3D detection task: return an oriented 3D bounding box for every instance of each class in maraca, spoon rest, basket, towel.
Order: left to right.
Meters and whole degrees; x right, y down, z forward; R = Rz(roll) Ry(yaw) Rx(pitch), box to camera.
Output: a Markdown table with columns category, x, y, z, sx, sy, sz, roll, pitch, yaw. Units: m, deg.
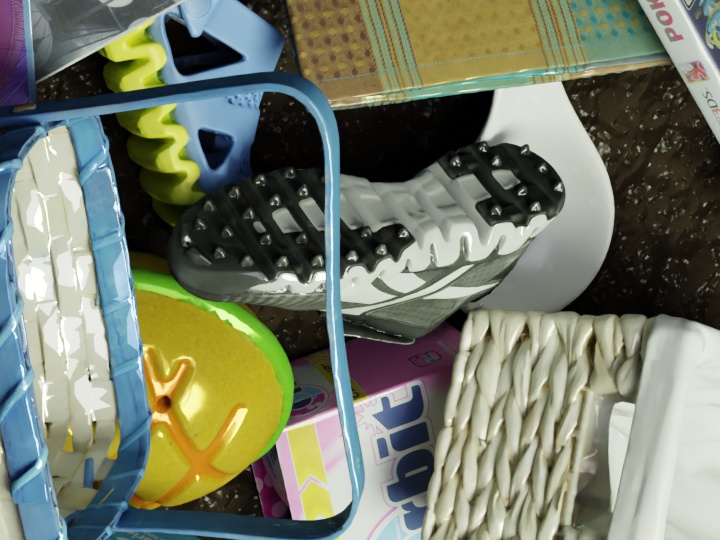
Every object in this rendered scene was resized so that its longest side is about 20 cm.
| category | x | y | z | sx | sy | sz | roll | pitch | yaw |
| --- | --- | --- | --- | --- | --- | --- | --- | --- | --- |
| maraca | -0.128 | 0.047 | 0.756 | 0.198 | 0.108 | 0.138 | 7 | 130 | -5 |
| basket | -0.101 | 0.017 | 0.621 | 0.198 | 0.139 | 0.178 | 1 | 109 | 12 |
| towel | 0.052 | -0.151 | 0.764 | 0.198 | 0.022 | 0.148 | -10 | 79 | -20 |
| spoon rest | 0.073 | -0.063 | 0.824 | 0.098 | 0.061 | 0.202 | -20 | 114 | -15 |
| basket | 0.130 | 0.102 | 0.821 | 0.199 | 0.122 | 0.137 | 25 | 74 | -55 |

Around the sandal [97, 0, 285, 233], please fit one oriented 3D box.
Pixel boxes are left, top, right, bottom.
| category | x | y | z | sx | sy | sz | roll | pitch | yaw |
| --- | --- | --- | --- | --- | --- | --- | --- | --- | --- |
| sandal | -0.069 | -0.087 | 0.748 | 0.086 | 0.079 | 0.202 | -25 | 118 | -17 |

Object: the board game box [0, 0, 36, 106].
| category | x | y | z | sx | sy | sz | roll | pitch | yaw |
| --- | --- | --- | --- | --- | --- | --- | --- | --- | --- |
| board game box | -0.206 | -0.089 | 0.654 | 0.156 | 0.039 | 0.202 | 8 | 118 | 10 |

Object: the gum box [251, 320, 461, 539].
| category | x | y | z | sx | sy | sz | roll | pitch | yaw |
| --- | --- | --- | --- | --- | --- | --- | --- | --- | --- |
| gum box | 0.016 | 0.137 | 0.869 | 0.112 | 0.066 | 0.202 | -19 | 115 | -17 |

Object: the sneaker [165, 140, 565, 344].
| category | x | y | z | sx | sy | sz | roll | pitch | yaw |
| --- | --- | --- | --- | --- | --- | --- | --- | --- | --- |
| sneaker | 0.000 | 0.000 | 0.756 | 0.199 | 0.067 | 0.091 | -12 | 140 | -35 |

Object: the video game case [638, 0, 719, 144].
| category | x | y | z | sx | sy | sz | roll | pitch | yaw |
| --- | --- | --- | --- | --- | --- | --- | --- | --- | --- |
| video game case | 0.169 | -0.182 | 0.781 | 0.183 | 0.023 | 0.201 | 53 | 48 | -29 |

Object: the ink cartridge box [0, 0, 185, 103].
| category | x | y | z | sx | sy | sz | roll | pitch | yaw |
| --- | --- | --- | --- | --- | --- | --- | --- | --- | --- |
| ink cartridge box | -0.132 | -0.129 | 0.668 | 0.199 | 0.039 | 0.100 | -26 | 107 | 20 |

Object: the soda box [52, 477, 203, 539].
| category | x | y | z | sx | sy | sz | roll | pitch | yaw |
| --- | --- | --- | --- | --- | --- | --- | --- | --- | --- |
| soda box | -0.155 | 0.115 | 0.698 | 0.198 | 0.068 | 0.065 | 23 | 108 | 12 |
